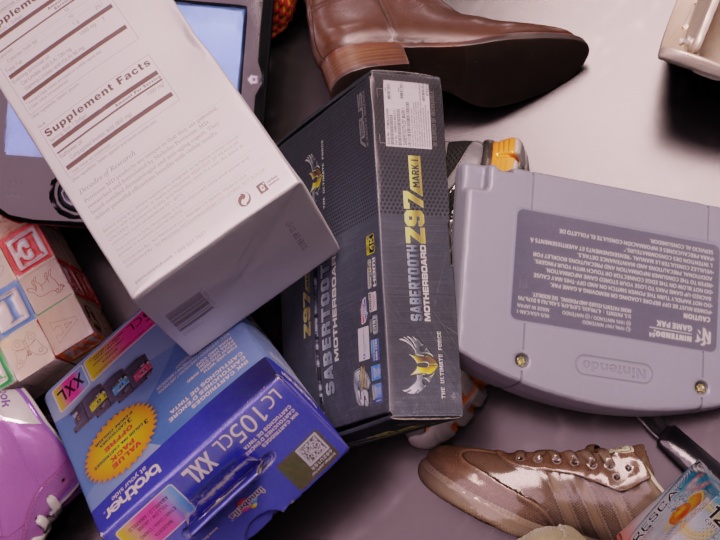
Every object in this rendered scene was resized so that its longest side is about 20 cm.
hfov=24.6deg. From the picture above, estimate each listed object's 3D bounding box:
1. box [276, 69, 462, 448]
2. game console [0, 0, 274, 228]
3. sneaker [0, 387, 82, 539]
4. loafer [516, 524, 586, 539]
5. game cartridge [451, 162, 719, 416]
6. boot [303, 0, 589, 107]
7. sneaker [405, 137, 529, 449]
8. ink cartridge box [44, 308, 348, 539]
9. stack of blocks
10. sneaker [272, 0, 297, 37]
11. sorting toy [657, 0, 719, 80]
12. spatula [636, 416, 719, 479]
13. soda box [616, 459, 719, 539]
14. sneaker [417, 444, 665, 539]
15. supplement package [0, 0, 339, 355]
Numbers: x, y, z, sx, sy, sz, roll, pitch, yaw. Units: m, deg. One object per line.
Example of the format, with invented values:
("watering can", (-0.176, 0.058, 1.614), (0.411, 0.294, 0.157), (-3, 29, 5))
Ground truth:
("box", (0.000, 0.000, 0.987), (0.051, 0.158, 0.202), (2, 78, -23))
("game console", (-0.145, -0.125, 1.033), (0.175, 0.031, 0.202), (4, 88, 3))
("sneaker", (-0.210, 0.172, 1.021), (0.113, 0.073, 0.202), (-15, 102, -19))
("loafer", (0.060, 0.207, 0.948), (0.199, 0.076, 0.069), (-26, 32, 20))
("game cartridge", (0.145, 0.017, 0.980), (0.198, 0.042, 0.134), (10, 80, -17))
("boot", (0.036, -0.199, 1.070), (0.185, 0.064, 0.201), (-4, 55, -22))
("sneaker", (0.051, 0.011, 1.022), (0.077, 0.078, 0.202), (9, 72, 15))
("ink cartridge box", (-0.096, 0.097, 0.966), (0.136, 0.076, 0.200), (-42, 33, -1))
("stack of blocks", (-0.272, 0.047, 1.069), (0.199, 0.059, 0.116), (-31, 76, 2))
("sneaker", (-0.138, -0.168, 1.095), (0.198, 0.073, 0.078), (-17, 57, 0))
("sorting toy", (0.294, -0.175, 1.009), (0.179, 0.107, 0.201), (23, 83, 5))
("spatula", (0.176, 0.086, 1.008), (0.056, 0.021, 0.200), (-41, 80, -22))
("soda box", (0.235, 0.202, 0.919), (0.068, 0.064, 0.200), (-44, 98, 9))
("sneaker", (0.135, 0.131, 0.983), (0.199, 0.070, 0.076), (21, 91, 2))
("supplement package", (-0.117, -0.074, 0.937), (0.109, 0.114, 0.201), (-35, 68, -2))
